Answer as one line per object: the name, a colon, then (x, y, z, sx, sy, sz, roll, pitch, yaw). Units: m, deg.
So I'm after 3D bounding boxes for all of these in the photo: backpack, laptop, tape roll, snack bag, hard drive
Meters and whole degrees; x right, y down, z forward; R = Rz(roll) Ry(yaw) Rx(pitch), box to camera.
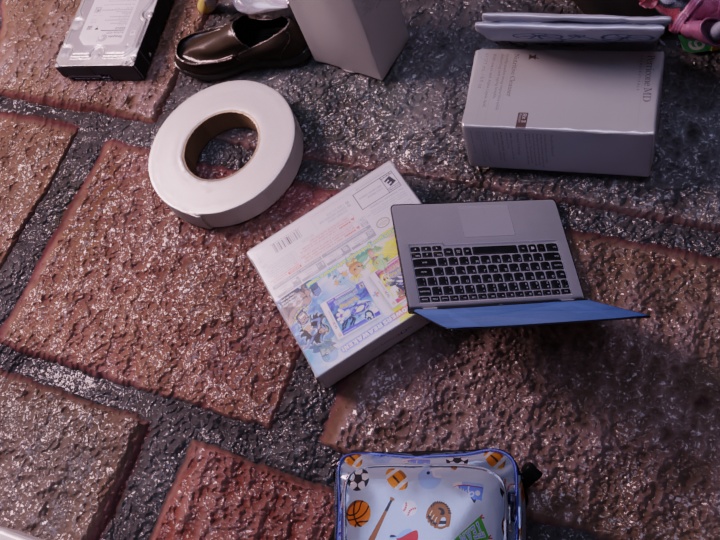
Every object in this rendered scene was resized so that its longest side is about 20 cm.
backpack: (0.060, 0.252, 0.698, 0.199, 0.154, 0.191, -4, 74, 12)
laptop: (0.142, -0.013, 0.782, 0.187, 0.116, 0.201, -2, 61, -11)
tape roll: (-0.171, -0.149, 1.025, 0.202, 0.037, 0.203, -7, 63, 14)
snack bag: (0.232, -0.256, 0.877, 0.188, 0.200, 0.021, 5, 100, 17)
hard drive: (-0.354, -0.371, 1.192, 0.139, 0.038, 0.201, 5, 67, 20)

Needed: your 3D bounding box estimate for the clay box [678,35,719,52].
clay box: (0.456, -0.320, 0.911, 0.199, 0.048, 0.115, -10, 62, 11)

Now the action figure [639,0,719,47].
action figure: (0.389, -0.274, 0.845, 0.199, 0.149, 0.134, 8, 65, 16)

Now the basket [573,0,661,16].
basket: (0.274, -0.358, 0.884, 0.136, 0.200, 0.181, 29, 83, 45)

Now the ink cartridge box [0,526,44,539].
ink cartridge box: (-0.300, 0.350, 0.790, 0.199, 0.084, 0.146, 11, 68, 22)

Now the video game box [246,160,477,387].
video game box: (0.000, 0.000, 0.894, 0.200, 0.047, 0.182, -32, 58, 0)

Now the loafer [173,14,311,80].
loafer: (-0.164, -0.310, 1.083, 0.199, 0.071, 0.073, -6, 63, 14)

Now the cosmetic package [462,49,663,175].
cosmetic package: (0.221, -0.173, 0.883, 0.199, 0.081, 0.113, 4, 64, 20)

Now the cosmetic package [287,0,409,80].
cosmetic package: (-0.022, -0.331, 0.976, 0.113, 0.200, 0.081, 23, 74, 23)

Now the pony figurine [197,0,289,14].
pony figurine: (-0.171, -0.401, 1.060, 0.192, 0.200, 0.167, -15, 98, 9)
